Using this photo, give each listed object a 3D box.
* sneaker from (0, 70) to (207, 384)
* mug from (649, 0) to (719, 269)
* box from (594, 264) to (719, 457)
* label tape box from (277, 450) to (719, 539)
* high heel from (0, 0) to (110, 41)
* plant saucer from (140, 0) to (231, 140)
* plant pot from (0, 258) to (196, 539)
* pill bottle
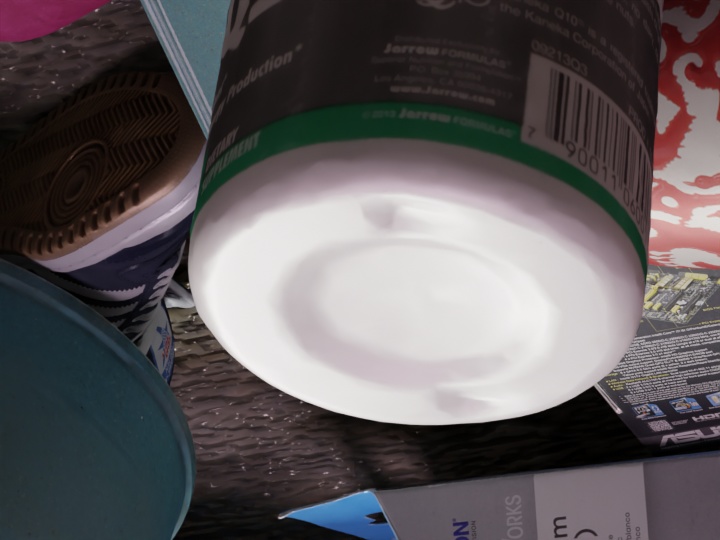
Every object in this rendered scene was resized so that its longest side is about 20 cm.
[{"bbox_3d":[-0.081,0.001,0.953,0.108,0.070,0.200,33,145,-28],"label":"sneaker"},{"bbox_3d":[0.160,-0.043,0.751,0.200,0.133,0.178,-3,134,53],"label":"mug"},{"bbox_3d":[0.161,-0.005,0.933,0.200,0.049,0.161,-13,145,27],"label":"box"},{"bbox_3d":[0.086,0.119,1.078,0.200,0.066,0.143,-9,165,18],"label":"label tape box"},{"bbox_3d":[-0.152,-0.120,0.777,0.096,0.067,0.200,-3,152,30],"label":"high heel"},{"bbox_3d":[-0.037,-0.088,0.803,0.070,0.019,0.200,-10,124,22],"label":"plant saucer"},{"bbox_3d":[-0.172,0.121,0.904,0.200,0.188,0.200,8,138,7],"label":"plant pot"},{"bbox_3d":[0.023,-0.070,0.713,0.113,0.200,0.113,5,145,4],"label":"pill bottle"}]
